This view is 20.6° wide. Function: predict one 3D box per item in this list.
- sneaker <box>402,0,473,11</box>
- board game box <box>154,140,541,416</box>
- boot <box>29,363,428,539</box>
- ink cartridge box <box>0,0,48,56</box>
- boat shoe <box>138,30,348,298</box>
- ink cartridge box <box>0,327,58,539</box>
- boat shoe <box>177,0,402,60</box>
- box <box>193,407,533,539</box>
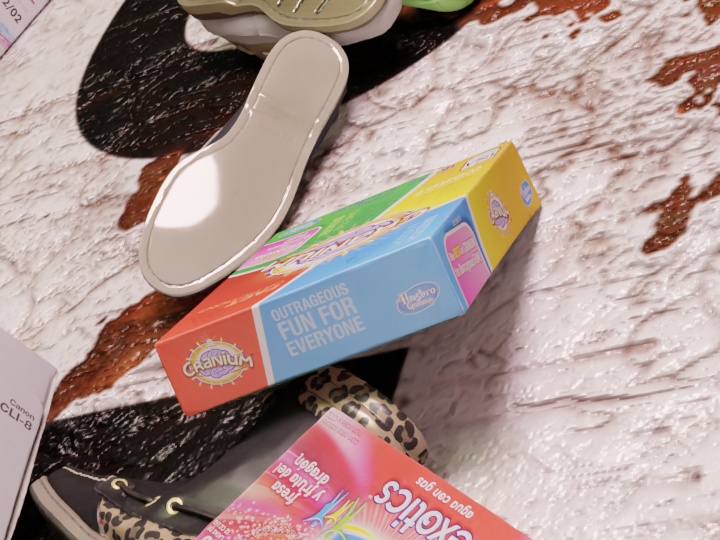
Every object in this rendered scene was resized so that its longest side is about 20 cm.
[{"bbox_3d":[0.060,-0.250,1.321,0.084,0.077,0.200,-2,44,35],"label":"sneaker"},{"bbox_3d":[0.000,0.000,1.010,0.153,0.040,0.200,-21,10,20],"label":"board game box"},{"bbox_3d":[-0.068,0.107,0.978,0.151,0.073,0.200,-41,26,-18],"label":"boot"},{"bbox_3d":[-0.331,-0.226,1.602,0.068,0.115,0.200,1,47,42],"label":"ink cartridge box"},{"bbox_3d":[-0.070,-0.057,1.224,0.200,0.073,0.063,-58,-4,-24],"label":"boat shoe"},{"bbox_3d":[-0.285,0.108,1.055,0.200,0.145,0.145,-39,26,29],"label":"ink cartridge box"},{"bbox_3d":[-0.036,-0.175,1.311,0.200,0.068,0.075,16,70,50],"label":"boat shoe"},{"bbox_3d":[0.029,0.151,0.807,0.095,0.103,0.200,-43,35,-13],"label":"box"}]
